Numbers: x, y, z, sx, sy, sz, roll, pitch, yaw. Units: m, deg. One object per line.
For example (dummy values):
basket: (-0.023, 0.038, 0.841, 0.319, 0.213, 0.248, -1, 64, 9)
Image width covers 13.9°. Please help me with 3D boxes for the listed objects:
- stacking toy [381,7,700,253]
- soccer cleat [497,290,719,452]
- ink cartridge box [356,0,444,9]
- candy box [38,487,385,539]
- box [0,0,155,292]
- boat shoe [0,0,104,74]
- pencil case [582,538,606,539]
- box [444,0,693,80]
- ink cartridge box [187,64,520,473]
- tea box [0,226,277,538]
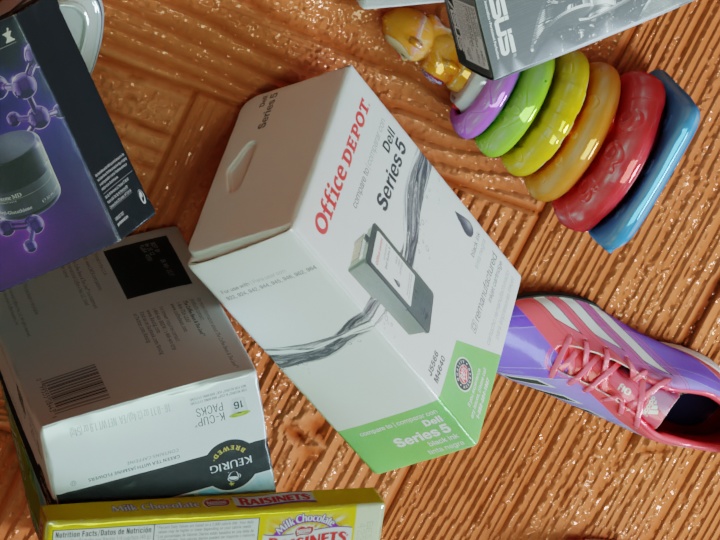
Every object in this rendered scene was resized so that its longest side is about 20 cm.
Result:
stacking toy: (0.097, -0.104, 1.801, 0.199, 0.116, 0.110, 28, 102, -16)
soccer cleat: (0.165, 0.069, 1.915, 0.199, 0.073, 0.068, 20, 108, -26)
ink cartridge box: (0.097, -0.242, 1.716, 0.199, 0.045, 0.177, -8, 134, -23)
candy box: (-0.088, 0.177, 1.683, 0.199, 0.026, 0.103, -1, 114, -19)
box: (-0.239, -0.051, 1.666, 0.199, 0.079, 0.142, -23, 96, 16)
boat shoe: (-0.205, -0.081, 1.726, 0.073, 0.065, 0.201, 20, 108, -25)
pencil case: (0.145, 0.279, 2.009, 0.089, 0.078, 0.201, 25, 107, -5)
box: (0.111, -0.229, 1.674, 0.158, 0.048, 0.201, -22, 114, -17)
ink cartridge box: (0.000, 0.000, 1.778, 0.084, 0.146, 0.200, -17, 128, 33)
tea box: (-0.133, 0.112, 1.768, 0.133, 0.200, 0.198, -15, 119, -10)
